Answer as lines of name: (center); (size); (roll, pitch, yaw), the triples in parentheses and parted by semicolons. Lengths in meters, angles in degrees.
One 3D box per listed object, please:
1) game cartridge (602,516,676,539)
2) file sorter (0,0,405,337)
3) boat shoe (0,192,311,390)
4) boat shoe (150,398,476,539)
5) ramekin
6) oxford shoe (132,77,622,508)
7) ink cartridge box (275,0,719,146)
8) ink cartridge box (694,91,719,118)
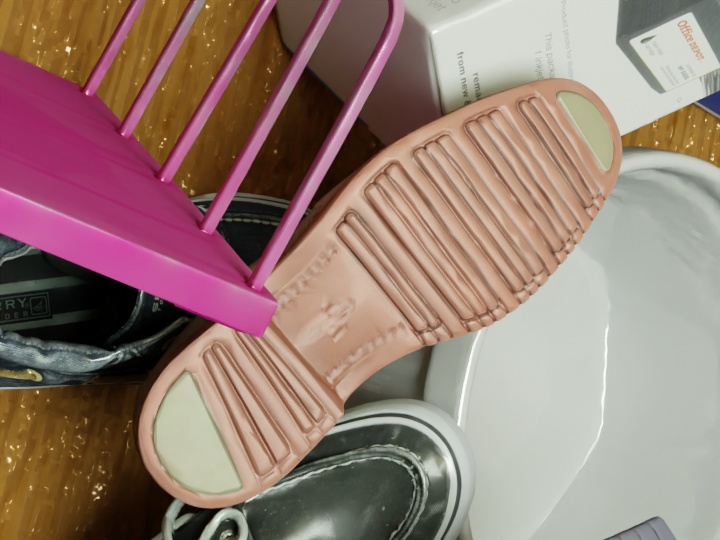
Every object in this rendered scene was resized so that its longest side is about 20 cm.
game cartridge: (0.005, 0.139, 0.747); (0.039, 0.199, 0.129); (65, 18, 14)
file sorter: (-0.092, -0.093, 0.726); (0.138, 0.200, 0.126); (24, 101, -31)
boat shoe: (-0.071, 0.009, 0.816); (0.199, 0.091, 0.071); (-9, 90, -35)
boat shoe: (-0.049, 0.112, 0.770); (0.198, 0.068, 0.074); (-29, 86, 8)
ramekin: (0.074, 0.049, 0.885); (0.199, 0.105, 0.202); (-7, 100, -41)
oxford shoe: (0.000, 0.000, 0.777); (0.199, 0.074, 0.071); (-35, 102, -11)
ink cartridge box: (0.081, -0.125, 0.865); (0.199, 0.145, 0.084); (-25, 130, -17)
ink cartridge box: (0.163, -0.180, 1.033); (0.196, 0.043, 0.201); (25, 73, -30)
